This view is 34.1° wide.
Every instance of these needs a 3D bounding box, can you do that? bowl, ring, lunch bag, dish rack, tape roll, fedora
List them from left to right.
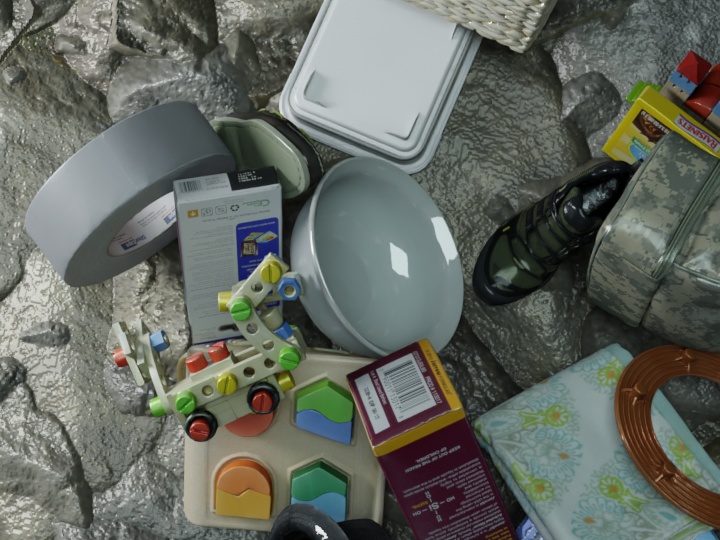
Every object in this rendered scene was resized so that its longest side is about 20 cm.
[{"bbox_3d":[-0.215,-0.070,1.114,0.200,0.200,0.066,-38,83,-3],"label":"tape roll"},{"bbox_3d":[-0.009,0.303,1.087,0.091,0.200,0.201,-14,79,-33],"label":"fedora"},{"bbox_3d":[0.000,0.000,1.125,0.090,0.201,0.202,-24,78,41],"label":"bowl"},{"bbox_3d":[0.022,-0.216,1.201,0.171,0.044,0.201,23,83,6],"label":"dish rack"},{"bbox_3d":[0.310,-0.011,1.075,0.167,0.200,0.140,33,75,14],"label":"lunch bag"},{"bbox_3d":[0.329,0.149,1.084,0.199,0.019,0.201,12,49,-14],"label":"ring"}]

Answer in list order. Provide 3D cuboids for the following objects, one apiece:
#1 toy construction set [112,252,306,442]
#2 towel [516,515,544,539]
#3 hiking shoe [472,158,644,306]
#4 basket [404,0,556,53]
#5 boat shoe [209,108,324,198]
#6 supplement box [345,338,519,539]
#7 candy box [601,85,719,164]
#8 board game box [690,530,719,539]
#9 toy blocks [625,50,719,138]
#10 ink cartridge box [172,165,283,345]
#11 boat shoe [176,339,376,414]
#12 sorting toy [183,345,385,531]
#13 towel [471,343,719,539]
[{"bbox_3d":[-0.131,0.072,1.050,0.199,0.092,0.132,-20,108,19],"label":"toy construction set"},{"bbox_3d":[0.212,0.314,1.067,0.200,0.024,0.145,33,82,20],"label":"towel"},{"bbox_3d":[0.187,-0.045,1.137,0.200,0.101,0.076,-41,81,-3],"label":"hiking shoe"},{"bbox_3d":[0.130,-0.349,1.133,0.198,0.161,0.201,26,68,7],"label":"basket"},{"bbox_3d":[-0.081,-0.120,1.125,0.060,0.201,0.072,-19,114,-24],"label":"boat shoe"},{"bbox_3d":[0.068,0.178,1.057,0.085,0.110,0.201,-24,122,0],"label":"supplement box"},{"bbox_3d":[0.334,-0.086,1.135,0.200,0.102,0.026,39,68,8],"label":"candy box"},{"bbox_3d":[0.289,0.362,1.095,0.200,0.056,0.196,-35,81,-2],"label":"board game box"},{"bbox_3d":[0.361,-0.144,1.120,0.200,0.137,0.100,39,81,7],"label":"toy blocks"},{"bbox_3d":[-0.122,-0.010,1.113,0.094,0.201,0.037,-10,47,-12],"label":"ink cartridge box"},{"bbox_3d":[-0.080,0.103,1.159,0.200,0.063,0.074,-1,106,10],"label":"boat shoe"},{"bbox_3d":[-0.074,0.168,1.121,0.199,0.036,0.186,5,106,6],"label":"sorting toy"},{"bbox_3d":[0.225,0.180,1.088,0.171,0.048,0.200,-24,59,-16],"label":"towel"}]
